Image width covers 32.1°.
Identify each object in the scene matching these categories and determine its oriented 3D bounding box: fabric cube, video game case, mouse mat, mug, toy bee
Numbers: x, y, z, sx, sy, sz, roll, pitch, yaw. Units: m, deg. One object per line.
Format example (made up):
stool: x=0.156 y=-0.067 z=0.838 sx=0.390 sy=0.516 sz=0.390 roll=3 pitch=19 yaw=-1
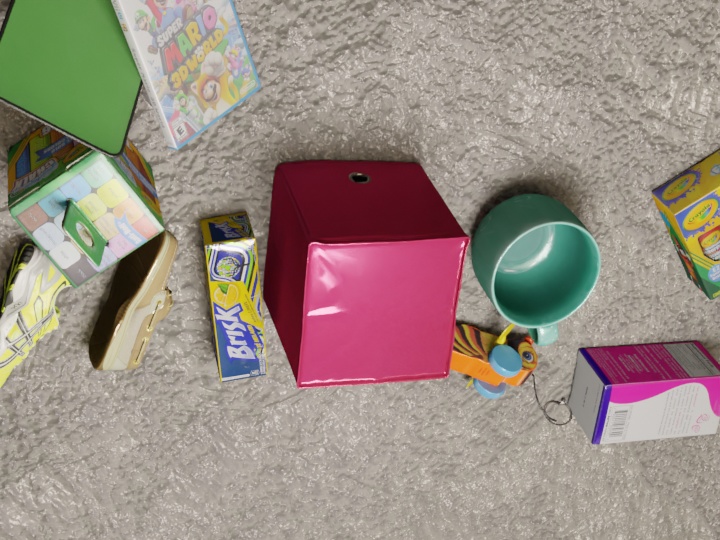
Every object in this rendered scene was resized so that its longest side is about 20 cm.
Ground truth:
fabric cube: x=0.000 y=0.000 z=1.507 sx=0.194 sy=0.200 sz=0.202 roll=-1 pitch=119 yaw=-15
video game case: x=-0.188 y=-0.254 z=1.365 sx=0.143 sy=0.018 sz=0.201 roll=-42 pitch=130 yaw=-32
mouse mat: x=-0.297 y=-0.230 z=1.306 sx=0.160 sy=0.202 sz=0.008 roll=27 pitch=145 yaw=-28
mug: x=0.213 y=-0.007 z=1.620 sx=0.151 sy=0.115 sz=0.186 roll=14 pitch=115 yaw=-24
toy bee: x=0.194 y=0.126 z=1.713 sx=0.200 sy=0.109 sz=0.131 roll=43 pitch=128 yaw=-17

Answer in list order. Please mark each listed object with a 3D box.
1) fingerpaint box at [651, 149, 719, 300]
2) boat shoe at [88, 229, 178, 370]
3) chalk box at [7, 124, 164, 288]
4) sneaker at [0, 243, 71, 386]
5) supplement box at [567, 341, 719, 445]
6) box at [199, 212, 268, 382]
fingerpaint box: x=0.518 y=-0.083 z=1.695 sx=0.199 sy=0.073 sz=0.167 roll=-31 pitch=123 yaw=2
boat shoe: x=-0.266 y=0.036 z=1.528 sx=0.066 sy=0.074 sz=0.201 roll=14 pitch=116 yaw=-38
chalk box: x=-0.300 y=-0.079 z=1.366 sx=0.123 sy=0.200 sz=0.125 roll=-33 pitch=124 yaw=3
sneaker: x=-0.402 y=0.068 z=1.495 sx=0.076 sy=0.076 sz=0.201 roll=19 pitch=113 yaw=-25
supplement box: x=0.412 y=0.174 z=1.793 sx=0.198 sy=0.104 sz=0.102 roll=-2 pitch=119 yaw=-15
box: x=-0.157 y=0.036 z=1.555 sx=0.064 sy=0.070 sz=0.202 roll=-9 pitch=121 yaw=-9
